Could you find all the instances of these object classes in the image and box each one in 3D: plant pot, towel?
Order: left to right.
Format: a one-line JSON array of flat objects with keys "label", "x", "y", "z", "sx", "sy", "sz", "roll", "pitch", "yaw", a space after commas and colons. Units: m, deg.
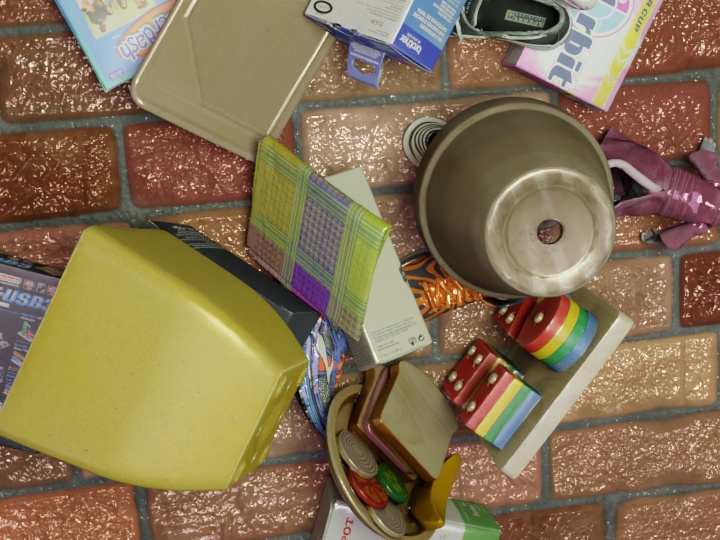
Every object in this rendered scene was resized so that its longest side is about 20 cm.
[{"label": "plant pot", "x": -0.164, "y": 0.091, "z": 0.982, "sx": 0.200, "sy": 0.196, "sz": 0.194, "roll": 27, "pitch": 95, "yaw": 9}, {"label": "towel", "x": -0.050, "y": -0.036, "z": 1.107, "sx": 0.023, "sy": 0.200, "sz": 0.144, "roll": -17, "pitch": 132, "yaw": -39}, {"label": "plant pot", "x": 0.158, "y": -0.055, "z": 1.027, "sx": 0.200, "sy": 0.174, "sz": 0.200, "roll": -1, "pitch": 104, "yaw": -5}]

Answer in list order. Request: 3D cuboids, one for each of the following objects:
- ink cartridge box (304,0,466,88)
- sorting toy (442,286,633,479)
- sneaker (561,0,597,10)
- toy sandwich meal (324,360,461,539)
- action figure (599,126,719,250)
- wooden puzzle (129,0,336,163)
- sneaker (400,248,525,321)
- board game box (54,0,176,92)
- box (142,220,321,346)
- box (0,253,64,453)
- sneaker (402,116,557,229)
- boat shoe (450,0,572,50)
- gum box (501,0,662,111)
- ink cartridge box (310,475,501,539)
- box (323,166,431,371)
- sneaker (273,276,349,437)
[{"label": "ink cartridge box", "x": 0.035, "y": -0.285, "z": 1.086, "sx": 0.076, "sy": 0.136, "sz": 0.200, "roll": 25, "pitch": 94, "yaw": -48}, {"label": "sorting toy", "x": 0.175, "y": 0.093, "z": 1.169, "sx": 0.070, "sy": 0.200, "sz": 0.199, "roll": 35, "pitch": 95, "yaw": -10}, {"label": "sneaker", "x": 0.190, "y": -0.351, "z": 1.090, "sx": 0.100, "sy": 0.075, "sz": 0.200, "roll": -35, "pitch": 72, "yaw": 21}, {"label": "toy sandwich meal", "x": 0.044, "y": 0.195, "z": 1.179, "sx": 0.070, "sy": 0.205, "sz": 0.205, "roll": -33, "pitch": 107, "yaw": 29}, {"label": "action figure", "x": 0.337, "y": -0.092, "z": 1.186, "sx": 0.200, "sy": 0.149, "sz": 0.134, "roll": 15, "pitch": 94, "yaw": 3}, {"label": "wooden puzzle", "x": -0.120, "y": -0.227, "z": 1.108, "sx": 0.185, "sy": 0.037, "sz": 0.200, "roll": 23, "pitch": 97, "yaw": -45}, {"label": "sneaker", "x": 0.106, "y": 0.012, "z": 1.186, "sx": 0.200, "sy": 0.112, "sz": 0.078, "roll": -26, "pitch": 104, "yaw": -1}, {"label": "board game box", "x": -0.238, "y": -0.303, "z": 1.102, "sx": 0.152, "sy": 0.045, "sz": 0.200, "roll": -27, "pitch": 104, "yaw": -2}, {"label": "box", "x": -0.174, "y": 0.080, "z": 1.132, "sx": 0.182, "sy": 0.104, "sz": 0.200, "roll": 33, "pitch": 97, "yaw": 14}, {"label": "box", "x": -0.411, "y": 0.077, "z": 1.159, "sx": 0.200, "sy": 0.050, "sz": 0.199, "roll": 14, "pitch": 99, "yaw": -11}, {"label": "sneaker", "x": 0.141, "y": -0.093, "z": 1.166, "sx": 0.200, "sy": 0.115, "sz": 0.076, "roll": 27, "pitch": 97, "yaw": -13}, {"label": "boat shoe", "x": 0.113, "y": -0.265, "z": 1.114, "sx": 0.199, "sy": 0.068, "sz": 0.074, "roll": 20, "pitch": 98, "yaw": 16}, {"label": "gum box", "x": 0.249, "y": -0.285, "z": 1.164, "sx": 0.113, "sy": 0.066, "sz": 0.200, "roll": 24, "pitch": 98, "yaw": -11}, {"label": "ink cartridge box", "x": 0.041, "y": 0.331, "z": 1.261, "sx": 0.200, "sy": 0.084, "sz": 0.146, "roll": 14, "pitch": 100, "yaw": -11}, {"label": "box", "x": 0.000, "y": 0.000, "z": 1.149, "sx": 0.068, "sy": 0.082, "sz": 0.200, "roll": -20, "pitch": 86, "yaw": -16}, {"label": "sneaker", "x": -0.040, "y": 0.091, "z": 1.204, "sx": 0.078, "sy": 0.075, "sz": 0.200, "roll": -11, "pitch": 105, "yaw": -9}]
